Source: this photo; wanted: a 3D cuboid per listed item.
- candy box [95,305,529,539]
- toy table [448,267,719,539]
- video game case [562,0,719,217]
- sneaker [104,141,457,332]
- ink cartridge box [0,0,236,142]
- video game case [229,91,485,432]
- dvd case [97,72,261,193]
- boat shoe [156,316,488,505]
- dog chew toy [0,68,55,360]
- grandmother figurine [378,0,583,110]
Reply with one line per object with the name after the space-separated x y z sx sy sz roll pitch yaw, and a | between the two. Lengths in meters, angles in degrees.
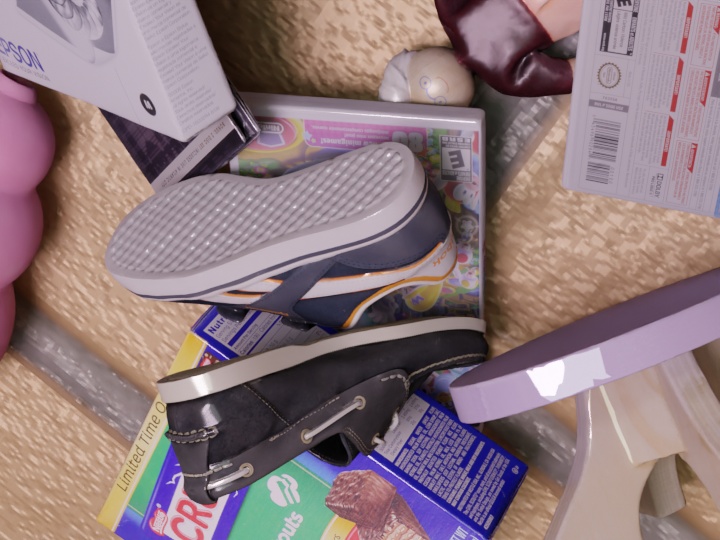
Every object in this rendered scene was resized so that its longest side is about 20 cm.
-0.032 0.127 0.857 0.199 0.077 0.170 34 126 6 | candy box
0.156 0.077 0.769 0.198 0.184 0.119 -22 92 -1 | toy table
0.205 -0.080 0.748 0.197 0.018 0.144 12 136 12 | video game case
-0.042 -0.006 0.788 0.198 0.079 0.080 -8 138 32 | sneaker
-0.159 -0.176 0.743 0.199 0.040 0.202 24 141 47 | ink cartridge box
0.000 0.000 0.838 0.141 0.018 0.202 5 121 13 | video game case
-0.137 -0.136 0.820 0.201 0.016 0.148 56 154 -3 | dvd case
-0.012 0.065 0.765 0.071 0.198 0.069 -19 86 52 | boat shoe
-0.243 -0.023 0.877 0.124 0.125 0.202 30 101 6 | dog chew toy
0.086 -0.142 0.788 0.200 0.060 0.122 -42 82 18 | grandmother figurine
